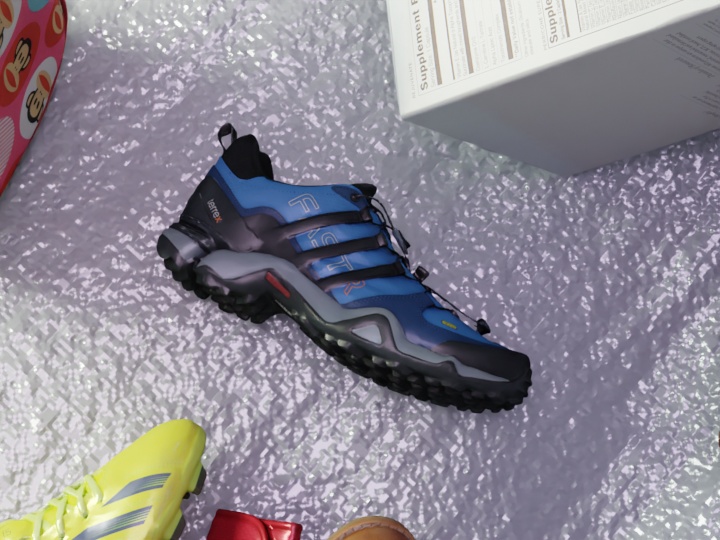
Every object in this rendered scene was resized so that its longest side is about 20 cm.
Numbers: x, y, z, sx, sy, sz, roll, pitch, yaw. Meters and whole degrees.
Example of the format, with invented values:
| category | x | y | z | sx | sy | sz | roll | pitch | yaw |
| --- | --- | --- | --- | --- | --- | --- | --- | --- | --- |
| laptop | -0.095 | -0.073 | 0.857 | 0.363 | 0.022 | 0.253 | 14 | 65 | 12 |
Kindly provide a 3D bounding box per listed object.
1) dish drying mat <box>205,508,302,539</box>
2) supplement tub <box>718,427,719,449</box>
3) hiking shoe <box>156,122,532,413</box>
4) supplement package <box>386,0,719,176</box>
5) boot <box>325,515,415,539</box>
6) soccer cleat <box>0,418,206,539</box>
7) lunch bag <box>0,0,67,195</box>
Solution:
| category | x | y | z | sx | sy | sz | roll | pitch | yaw |
| --- | --- | --- | --- | --- | --- | --- | --- | --- | --- |
| dish drying mat | -0.077 | 0.211 | 0.822 | 0.018 | 0.077 | 0.202 | 22 | 76 | -31 |
| supplement tub | 0.236 | 0.001 | 0.839 | 0.106 | 0.107 | 0.202 | 11 | 76 | 5 |
| hiking shoe | 0.000 | 0.000 | 0.866 | 0.199 | 0.074 | 0.087 | 26 | 79 | 8 |
| supplement package | 0.131 | -0.152 | 0.815 | 0.199 | 0.151 | 0.152 | -16 | 73 | 35 |
| boot | -0.008 | 0.207 | 0.768 | 0.076 | 0.155 | 0.201 | 30 | 80 | -10 |
| soccer cleat | -0.152 | 0.141 | 0.839 | 0.084 | 0.065 | 0.200 | 41 | 84 | -6 |
| lunch bag | -0.198 | -0.109 | 0.838 | 0.081 | 0.200 | 0.177 | 22 | 75 | 6 |
